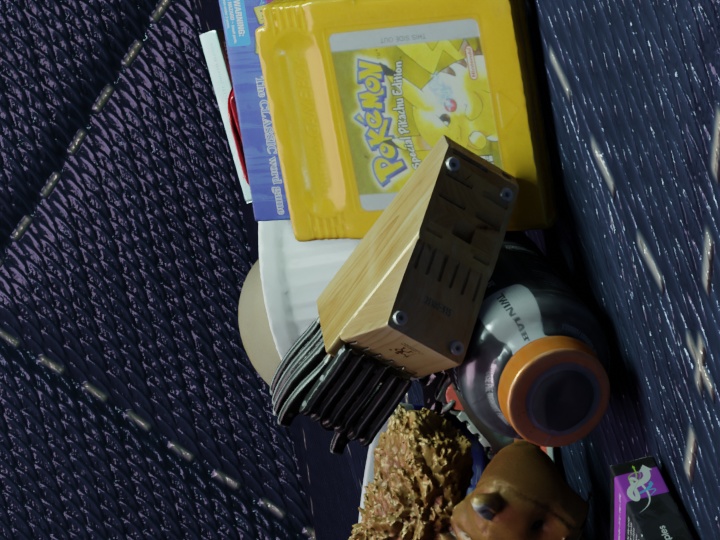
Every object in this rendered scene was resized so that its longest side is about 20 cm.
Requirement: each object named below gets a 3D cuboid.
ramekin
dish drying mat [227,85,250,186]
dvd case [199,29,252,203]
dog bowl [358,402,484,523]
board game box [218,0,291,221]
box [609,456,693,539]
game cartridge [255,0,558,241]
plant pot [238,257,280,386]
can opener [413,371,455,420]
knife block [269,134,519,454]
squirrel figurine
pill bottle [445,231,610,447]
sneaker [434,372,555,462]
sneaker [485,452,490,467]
[{"bbox_3d":[0.000,0.000,1.689,0.200,0.097,0.201,-9,-90,-72],"label":"ramekin"},{"bbox_3d":[-0.083,-0.128,1.696,0.200,0.018,0.077,-84,-20,-71],"label":"dish drying mat"},{"bbox_3d":[-0.062,-0.141,1.847,0.200,0.022,0.147,-17,-87,-60],"label":"dvd case"},{"bbox_3d":[0.047,0.213,1.795,0.200,0.078,0.201,-174,90,-84],"label":"dog bowl"},{"bbox_3d":[0.006,-0.139,1.544,0.041,0.199,0.201,-49,-48,-64],"label":"board game box"},{"bbox_3d":[0.204,0.237,1.353,0.143,0.036,0.200,84,170,-45],"label":"box"},{"bbox_3d":[0.030,-0.109,1.496,0.032,0.199,0.177,-41,-56,-60],"label":"game cartridge"},{"bbox_3d":[0.004,0.015,1.958,0.200,0.187,0.188,131,127,-62],"label":"plant pot"},{"bbox_3d":[0.070,0.043,1.799,0.063,0.078,0.201,-42,40,32],"label":"can opener"},{"bbox_3d":[0.013,0.023,1.473,0.175,0.064,0.201,-18,48,57],"label":"knife block"},{"bbox_3d":[0.082,0.189,1.598,0.200,0.142,0.187,31,144,17],"label":"squirrel figurine"},{"bbox_3d":[0.106,0.047,1.469,0.200,0.106,0.107,-122,21,-65],"label":"pill bottle"},{"bbox_3d":[0.099,0.105,1.686,0.077,0.082,0.201,-161,59,-80],"label":"sneaker"},{"bbox_3d":[0.117,0.238,1.796,0.076,0.077,0.201,110,148,-78],"label":"sneaker"}]
